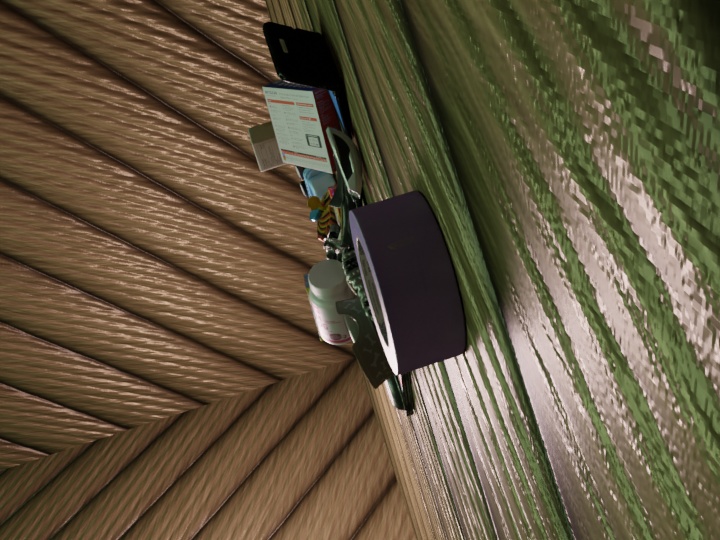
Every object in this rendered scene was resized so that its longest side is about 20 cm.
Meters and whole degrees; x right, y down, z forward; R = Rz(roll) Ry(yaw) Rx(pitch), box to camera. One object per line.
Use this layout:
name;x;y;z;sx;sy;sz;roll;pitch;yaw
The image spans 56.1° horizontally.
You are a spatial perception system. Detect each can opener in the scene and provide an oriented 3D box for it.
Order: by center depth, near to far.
can opener;-0.053;-0.051;1.634;0.200;0.052;0.068;84;-159;-72

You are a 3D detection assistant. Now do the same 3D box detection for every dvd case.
dvd case;0.084;0.217;1.524;0.202;0.022;0.148;81;172;-49

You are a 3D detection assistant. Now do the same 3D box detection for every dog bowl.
dog bowl;0.015;0.146;1.432;0.200;0.058;0.203;-90;-26;-82

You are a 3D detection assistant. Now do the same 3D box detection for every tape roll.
tape roll;0.052;0.015;0.802;0.200;0.083;0.204;163;91;-86

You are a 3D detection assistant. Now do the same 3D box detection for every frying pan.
frying pan;0.064;0.231;1.548;0.115;0.030;0.194;103;148;-80

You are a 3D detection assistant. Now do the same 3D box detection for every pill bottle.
pill bottle;-0.064;0.077;1.648;0.202;0.111;0.114;79;173;-45

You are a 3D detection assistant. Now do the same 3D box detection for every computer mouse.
computer mouse;-0.009;-0.169;1.220;0.110;0.043;0.204;-104;-7;-82

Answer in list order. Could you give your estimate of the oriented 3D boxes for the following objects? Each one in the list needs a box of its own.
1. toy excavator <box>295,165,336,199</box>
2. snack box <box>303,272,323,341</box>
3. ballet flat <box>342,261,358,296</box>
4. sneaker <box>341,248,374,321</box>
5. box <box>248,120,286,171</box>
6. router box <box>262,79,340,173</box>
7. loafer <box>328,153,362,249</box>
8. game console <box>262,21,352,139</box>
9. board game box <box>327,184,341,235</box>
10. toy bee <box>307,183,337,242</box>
toy excavator;-0.098;-0.208;1.940;0.197;0.098;0.201;77;167;-45
snack box;-0.055;0.085;1.868;0.068;0.165;0.203;-107;3;-51
ballet flat;0.000;0.000;1.484;0.068;0.071;0.203;-115;10;-53
sneaker;0.017;0.027;1.386;0.081;0.074;0.203;62;-173;-64
box;-0.180;-0.338;1.736;0.096;0.196;0.078;77;174;-45
router box;-0.123;-0.319;1.488;0.198;0.048;0.183;22;134;47
loafer;-0.030;-0.142;1.358;0.073;0.071;0.204;151;104;-87
game console;-0.097;-0.348;1.250;0.202;0.172;0.118;-111;35;-43
board game box;-0.025;-0.102;1.603;0.152;0.045;0.204;-129;23;-80
toy bee;-0.085;-0.165;1.732;0.130;0.109;0.201;14;-146;-46
